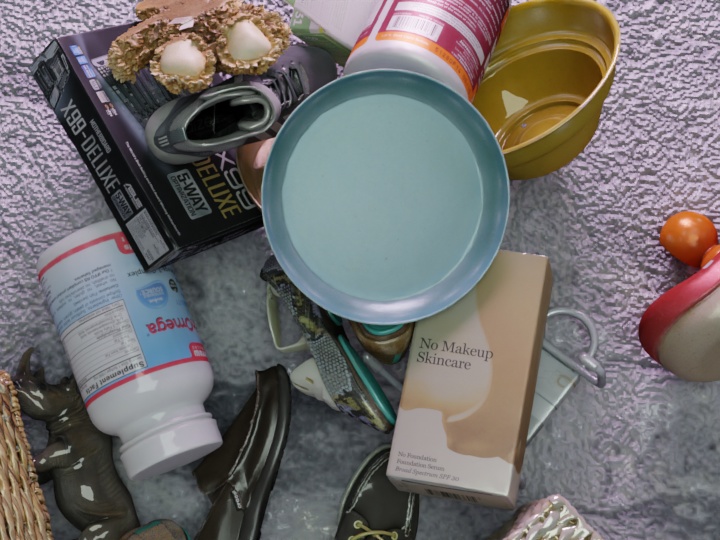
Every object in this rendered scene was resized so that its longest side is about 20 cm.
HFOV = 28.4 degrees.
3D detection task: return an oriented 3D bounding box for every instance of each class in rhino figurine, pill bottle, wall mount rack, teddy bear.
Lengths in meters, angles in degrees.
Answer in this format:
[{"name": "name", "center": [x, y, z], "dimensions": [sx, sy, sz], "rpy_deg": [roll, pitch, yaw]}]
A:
[{"name": "rhino figurine", "center": [-0.247, 0.160, 1.195], "dimensions": [0.087, 0.060, 0.201], "rpy_deg": [-17, 83, -25]}, {"name": "pill bottle", "center": [-0.187, 0.065, 1.178], "dimensions": [0.108, 0.109, 0.201], "rpy_deg": [-22, 79, -7]}, {"name": "wall mount rack", "center": [0.109, 0.087, 1.228], "dimensions": [0.173, 0.075, 0.200], "rpy_deg": [36, 80, 22]}, {"name": "teddy bear", "center": [-0.126, -0.179, 1.142], "dimensions": [0.145, 0.200, 0.067], "rpy_deg": [-31, 118, -21]}, {"name": "pill bottle", "center": [0.066, -0.213, 1.211], "dimensions": [0.109, 0.110, 0.201], "rpy_deg": [25, 56, -1]}]

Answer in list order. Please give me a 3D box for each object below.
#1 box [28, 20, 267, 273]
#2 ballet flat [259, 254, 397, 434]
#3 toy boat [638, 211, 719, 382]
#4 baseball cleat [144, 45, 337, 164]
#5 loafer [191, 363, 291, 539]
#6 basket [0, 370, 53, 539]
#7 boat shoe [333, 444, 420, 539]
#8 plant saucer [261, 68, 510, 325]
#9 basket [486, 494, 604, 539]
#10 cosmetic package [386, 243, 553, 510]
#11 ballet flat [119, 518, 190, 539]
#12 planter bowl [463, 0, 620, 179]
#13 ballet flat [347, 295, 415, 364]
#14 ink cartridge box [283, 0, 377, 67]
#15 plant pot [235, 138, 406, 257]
[{"name": "box", "center": [-0.164, -0.111, 1.197], "dimensions": [0.157, 0.050, 0.201], "rpy_deg": [-24, 83, -51]}, {"name": "ballet flat", "center": [-0.035, 0.065, 1.203], "dimensions": [0.072, 0.072, 0.201], "rpy_deg": [-23, 62, -7]}, {"name": "toy boat", "center": [0.315, -0.002, 1.244], "dimensions": [0.200, 0.131, 0.131], "rpy_deg": [-43, 57, -9]}, {"name": "baseball cleat", "center": [-0.076, -0.134, 1.156], "dimensions": [0.200, 0.106, 0.070], "rpy_deg": [-33, 108, -33]}, {"name": "loafer", "center": [-0.107, 0.172, 1.198], "dimensions": [0.071, 0.073, 0.201], "rpy_deg": [15, 81, -2]}, {"name": "basket", "center": [-0.347, 0.194, 1.117], "dimensions": [0.142, 0.149, 0.201], "rpy_deg": [-20, 85, 35]}, {"name": "boat shoe", "center": [0.007, 0.246, 1.204], "dimensions": [0.071, 0.061, 0.202], "rpy_deg": [18, 82, -2]}, {"name": "plant saucer", "center": [0.019, -0.058, 1.128], "dimensions": [0.199, 0.027, 0.202], "rpy_deg": [-1, 94, -8]}, {"name": "basket", "center": [0.135, 0.300, 1.143], "dimensions": [0.198, 0.200, 0.161], "rpy_deg": [-40, 81, -8]}, {"name": "cosmetic package", "center": [0.091, 0.085, 1.158], "dimensions": [0.105, 0.071, 0.201], "rpy_deg": [7, 73, 12]}, {"name": "ballet flat", "center": [-0.182, 0.305, 1.166], "dimensions": [0.068, 0.067, 0.201], "rpy_deg": [0, 89, 39]}, {"name": "planter bowl", "center": [0.145, -0.140, 1.231], "dimensions": [0.200, 0.200, 0.084], "rpy_deg": [-42, 127, -8]}, {"name": "ballet flat", "center": [0.000, 0.000, 1.219], "dimensions": [0.067, 0.073, 0.201], "rpy_deg": [-19, 53, -8]}, {"name": "ink cartridge box", "center": [-0.027, -0.269, 1.205], "dimensions": [0.048, 0.200, 0.146], "rpy_deg": [8, 80, 36]}, {"name": "plant pot", "center": [-0.010, -0.080, 1.217], "dimensions": [0.199, 0.028, 0.201], "rpy_deg": [8, 47, -9]}]
